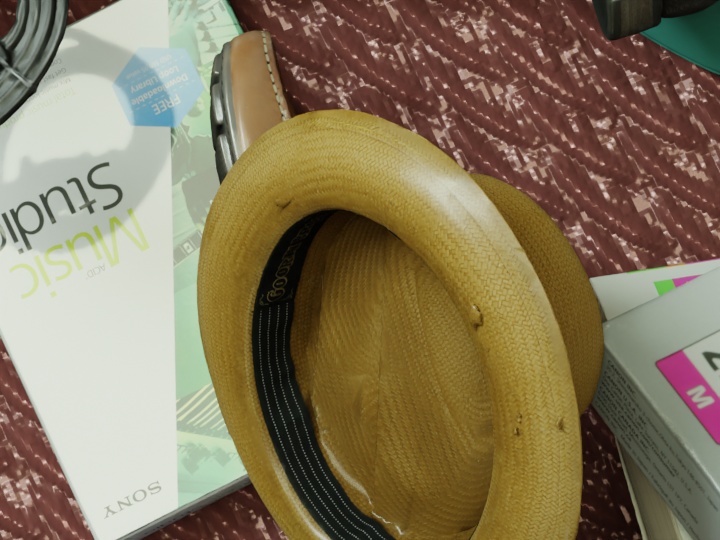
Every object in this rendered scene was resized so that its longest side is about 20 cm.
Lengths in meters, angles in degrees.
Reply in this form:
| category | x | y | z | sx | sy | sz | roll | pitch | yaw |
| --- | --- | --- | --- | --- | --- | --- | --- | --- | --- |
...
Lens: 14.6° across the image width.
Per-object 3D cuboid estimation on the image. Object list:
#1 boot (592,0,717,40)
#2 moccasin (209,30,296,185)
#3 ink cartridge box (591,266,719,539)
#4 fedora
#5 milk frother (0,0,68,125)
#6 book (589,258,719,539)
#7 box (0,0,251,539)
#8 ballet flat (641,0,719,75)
| category | x | y | z | sx | sy | sz | roll | pitch | yaw |
| --- | --- | --- | --- | --- | --- | --- | --- | --- | --- |
| boot | 0.167 | -0.149 | 0.998 | 0.173 | 0.200 | 0.070 | -14 | 77 | -2 |
| moccasin | 0.000 | 0.000 | 1.076 | 0.077 | 0.074 | 0.202 | -25 | 82 | -3 |
| ink cartridge box | 0.203 | 0.070 | 0.992 | 0.173 | 0.044 | 0.200 | -25 | 62 | -22 |
| fedora | 0.027 | 0.031 | 0.988 | 0.082 | 0.201 | 0.201 | -25 | 78 | -38 |
| milk frother | -0.175 | -0.142 | 1.080 | 0.179 | 0.188 | 0.201 | 2 | 90 | 15 |
| book | 0.196 | 0.048 | 1.056 | 0.199 | 0.048 | 0.134 | -8 | 58 | -10 |
| box | -0.082 | -0.006 | 1.137 | 0.144 | 0.036 | 0.201 | -27 | 83 | 2 |
| ballet flat | 0.175 | -0.099 | 1.119 | 0.199 | 0.069 | 0.063 | 34 | 59 | 6 |
